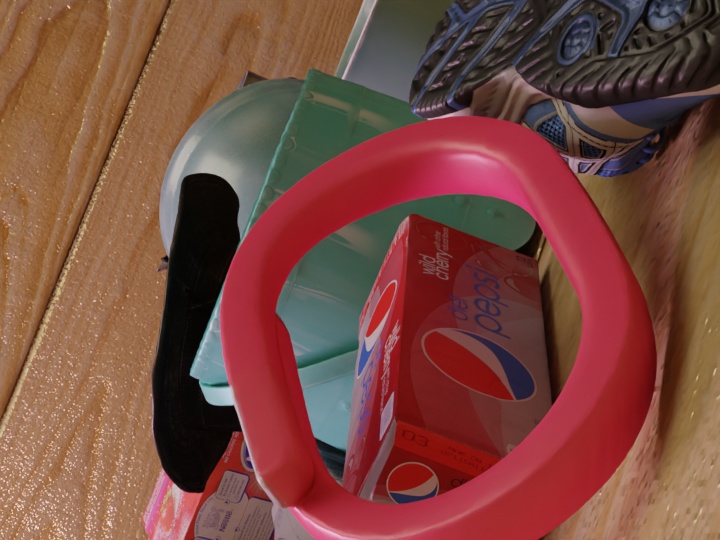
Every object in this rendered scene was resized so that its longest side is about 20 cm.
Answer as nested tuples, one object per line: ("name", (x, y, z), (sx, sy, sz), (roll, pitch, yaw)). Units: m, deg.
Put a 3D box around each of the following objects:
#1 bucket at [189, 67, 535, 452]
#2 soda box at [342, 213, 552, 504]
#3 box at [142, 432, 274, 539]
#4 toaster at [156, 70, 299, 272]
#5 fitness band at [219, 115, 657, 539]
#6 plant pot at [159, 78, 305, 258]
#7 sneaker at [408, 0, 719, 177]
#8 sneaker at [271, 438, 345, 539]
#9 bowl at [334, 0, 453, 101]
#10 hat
("bucket", (0.000, 0.000, 0.882), (0.207, 0.133, 0.209), (-158, 90, -86))
("soda box", (0.036, 0.049, 0.678), (0.200, 0.069, 0.064), (-83, 15, -65))
("box", (-0.069, 0.121, 1.166), (0.202, 0.099, 0.095), (-68, 25, 11))
("toaster", (-0.064, -0.065, 1.512), (0.119, 0.179, 0.202), (137, 155, -74))
("fitness band", (0.024, 0.019, 0.574), (0.142, 0.038, 0.201), (-26, 38, 5))
("plant pot", (-0.043, -0.034, 1.288), (0.134, 0.199, 0.202), (40, 111, 55))
("sneaker", (0.096, -0.079, 0.616), (0.200, 0.077, 0.076), (4, 68, 66))
("sneaker", (-0.029, 0.141, 0.929), (0.200, 0.074, 0.083), (-165, 99, -84))
("bowl", (0.052, -0.181, 1.215), (0.201, 0.104, 0.203), (-159, 90, -84))
("hat", (-0.067, 0.039, 1.014), (0.200, 0.080, 0.203), (1, -90, -78))
